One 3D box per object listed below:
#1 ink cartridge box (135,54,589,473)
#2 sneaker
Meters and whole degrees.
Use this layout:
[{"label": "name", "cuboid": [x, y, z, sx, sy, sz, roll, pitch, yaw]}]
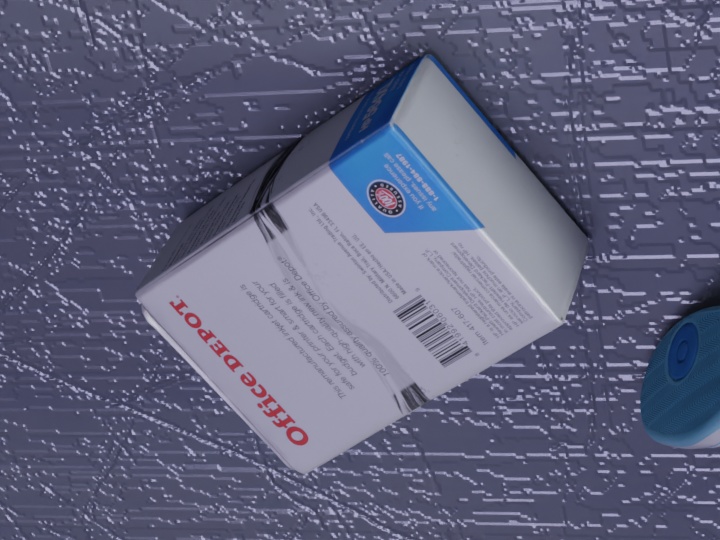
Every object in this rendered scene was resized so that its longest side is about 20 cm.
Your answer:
[{"label": "ink cartridge box", "cuboid": [0.000, 0.000, 1.400, 0.199, 0.085, 0.146, -31, 110, 33]}, {"label": "sneaker", "cuboid": [0.247, 0.061, 1.367, 0.130, 0.080, 0.200, 17, 157, -26]}]
